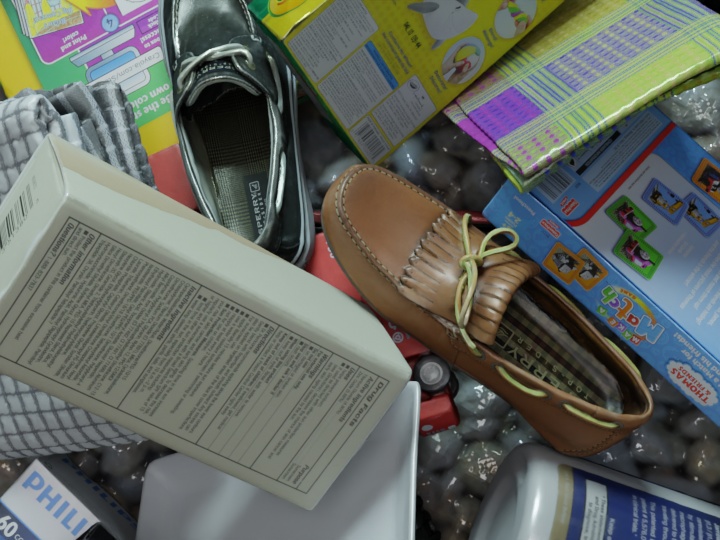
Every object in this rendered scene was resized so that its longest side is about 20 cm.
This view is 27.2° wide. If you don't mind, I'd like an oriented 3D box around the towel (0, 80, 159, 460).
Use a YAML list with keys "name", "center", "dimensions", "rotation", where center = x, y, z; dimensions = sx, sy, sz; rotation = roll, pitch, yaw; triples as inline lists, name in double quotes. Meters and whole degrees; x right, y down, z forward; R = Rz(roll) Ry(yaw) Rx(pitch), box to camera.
- name: "towel"
  center: [-0.179, 0.000, 0.830]
  dimensions: [0.165, 0.086, 0.201]
  rotation: [-11, 102, 37]

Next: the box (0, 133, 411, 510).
- name: "box"
  center: [-0.084, 0.028, 0.720]
  dimensions: [0.200, 0.078, 0.095]
  rotation: [30, 104, -29]

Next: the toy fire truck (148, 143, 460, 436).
- name: "toy fire truck"
  center: [-0.035, 0.013, 0.836]
  dimensions: [0.140, 0.049, 0.201]
  rotation: [-19, 75, 5]

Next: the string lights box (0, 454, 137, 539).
- name: "string lights box"
  center: [-0.213, 0.215, 0.877]
  dimensions: [0.103, 0.059, 0.200]
  rotation: [42, 92, 5]

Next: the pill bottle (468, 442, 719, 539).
- name: "pill bottle"
  center: [0.164, 0.176, 0.812]
  dimensions: [0.199, 0.111, 0.112]
  rotation: [19, 89, -7]

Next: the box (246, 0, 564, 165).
- name: "box"
  center: [0.047, -0.162, 0.806]
  dimensions: [0.200, 0.117, 0.048]
  rotation: [-40, 48, -2]

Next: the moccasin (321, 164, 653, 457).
- name: "moccasin"
  center: [0.065, 0.018, 0.765]
  dimensions: [0.201, 0.078, 0.074]
  rotation: [45, 61, -2]

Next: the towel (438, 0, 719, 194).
- name: "towel"
  center: [0.117, -0.108, 0.803]
  dimensions: [0.143, 0.200, 0.023]
  rotation: [-31, 113, 0]

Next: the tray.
- name: "tray"
  center: [-0.045, 0.133, 0.794]
  dimensions: [0.199, 0.022, 0.108]
  rotation: [-20, 52, 33]

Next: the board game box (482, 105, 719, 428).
- name: "board game box"
  center: [0.180, -0.006, 0.815]
  dimensions: [0.200, 0.151, 0.037]
  rotation: [42, 132, 6]

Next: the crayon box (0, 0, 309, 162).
- name: "crayon box"
  center: [-0.121, -0.155, 0.887]
  dimensions: [0.199, 0.058, 0.173]
  rotation: [-27, 87, 4]

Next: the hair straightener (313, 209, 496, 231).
- name: "hair straightener"
  center: [0.000, 0.000, 0.877]
  dimensions: [0.199, 0.041, 0.077]
  rotation: [3, 87, 5]

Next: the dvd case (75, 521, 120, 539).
- name: "dvd case"
  center: [-0.118, 0.246, 0.805]
  dimensions: [0.200, 0.025, 0.150]
  rotation: [47, 118, -6]

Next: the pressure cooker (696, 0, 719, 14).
- name: "pressure cooker"
  center: [0.298, -0.179, 0.790]
  dimensions: [0.176, 0.179, 0.200]
  rotation: [34, 91, 9]

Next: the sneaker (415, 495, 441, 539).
- name: "sneaker"
  center: [0.005, 0.131, 0.857]
  dimensions: [0.200, 0.070, 0.078]
  rotation: [42, 96, 6]

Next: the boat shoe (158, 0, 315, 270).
- name: "boat shoe"
  center: [-0.067, -0.093, 0.803]
  dimensions: [0.072, 0.071, 0.201]
  rotation: [-19, 74, 4]
